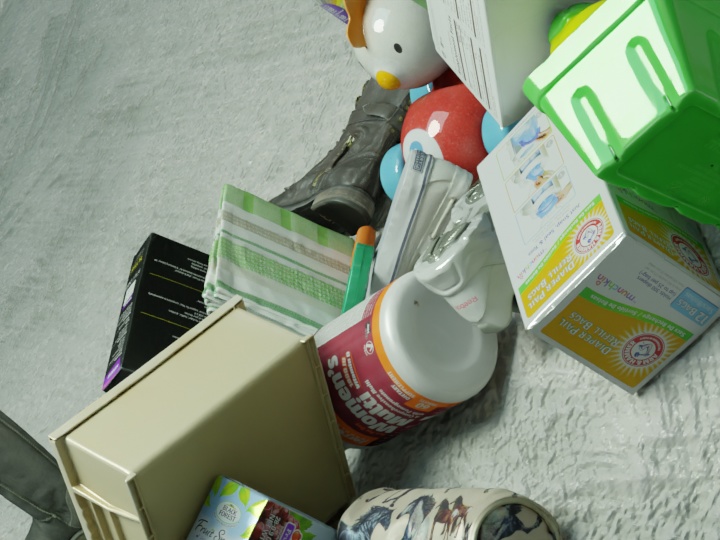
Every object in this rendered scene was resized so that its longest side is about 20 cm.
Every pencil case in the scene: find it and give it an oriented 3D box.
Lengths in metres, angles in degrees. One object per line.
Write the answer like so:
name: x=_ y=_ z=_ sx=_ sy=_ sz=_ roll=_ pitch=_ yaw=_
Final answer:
pencil case: x=0.061 y=0.201 z=1.329 sx=0.090 sy=0.078 sz=0.200 roll=-48 pitch=20 yaw=-26

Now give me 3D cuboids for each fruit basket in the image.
fruit basket: x=0.209 y=-0.136 z=1.266 sx=0.155 sy=0.215 sz=0.217 roll=-42 pitch=31 yaw=32

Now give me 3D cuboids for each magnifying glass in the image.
magnifying glass: x=0.000 y=0.000 z=1.637 sx=0.200 sy=0.022 sz=0.080 roll=-85 pitch=7 yaw=-72

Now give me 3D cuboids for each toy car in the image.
toy car: x=0.052 y=-0.175 z=1.583 sx=0.184 sy=0.199 sz=0.178 roll=-19 pitch=44 yaw=54

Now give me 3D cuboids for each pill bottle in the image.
pill bottle: x=0.014 y=0.081 z=1.495 sx=0.200 sy=0.109 sz=0.110 roll=-34 pitch=36 yaw=50

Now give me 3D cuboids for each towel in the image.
towel: x=-0.069 y=0.004 z=1.666 sx=0.031 sy=0.148 sz=0.200 roll=-58 pitch=15 yaw=26

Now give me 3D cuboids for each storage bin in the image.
storage bin: x=-0.114 y=0.164 z=1.442 sx=0.093 sy=0.200 sz=0.200 roll=20 pitch=46 yaw=40

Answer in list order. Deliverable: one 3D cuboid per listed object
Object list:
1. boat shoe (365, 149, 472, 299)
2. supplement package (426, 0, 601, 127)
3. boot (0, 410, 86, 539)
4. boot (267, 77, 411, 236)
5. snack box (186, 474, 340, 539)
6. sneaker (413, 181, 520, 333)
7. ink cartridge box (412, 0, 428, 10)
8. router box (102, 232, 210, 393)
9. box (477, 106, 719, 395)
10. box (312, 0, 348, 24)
boat shoe: x=0.050 y=-0.013 z=1.575 sx=0.071 sy=0.069 sz=0.201 roll=-77 pitch=4 yaw=-54
supplement package: x=0.156 y=-0.235 z=1.390 sx=0.199 sy=0.156 sz=0.111 roll=-28 pitch=51 yaw=-11
boot: x=-0.373 y=0.229 z=1.944 sx=0.182 sy=0.199 sz=0.073 roll=-42 pitch=31 yaw=32
boot: x=-0.012 y=-0.114 z=1.812 sx=0.199 sy=0.069 sz=0.175 roll=-10 pitch=50 yaw=53
snack box: x=-0.081 y=0.279 z=1.399 sx=0.067 sy=0.168 sz=0.201 roll=20 pitch=80 yaw=44
sneaker: x=0.116 y=-0.016 z=1.455 sx=0.078 sy=0.100 sz=0.200 roll=-26 pitch=16 yaw=43
ink cartridge box: x=0.137 y=-0.247 z=1.508 sx=0.048 sy=0.199 sz=0.146 roll=-5 pitch=58 yaw=62
router box: x=-0.119 y=0.069 z=1.643 sx=0.051 sy=0.199 sz=0.150 roll=-48 pitch=26 yaw=49
box: x=0.171 y=-0.027 z=1.323 sx=0.101 sy=0.112 sz=0.201 roll=-46 pitch=30 yaw=24
box: x=0.030 y=-0.263 z=1.716 sx=0.117 sy=0.199 sz=0.049 roll=-25 pitch=42 yaw=49
